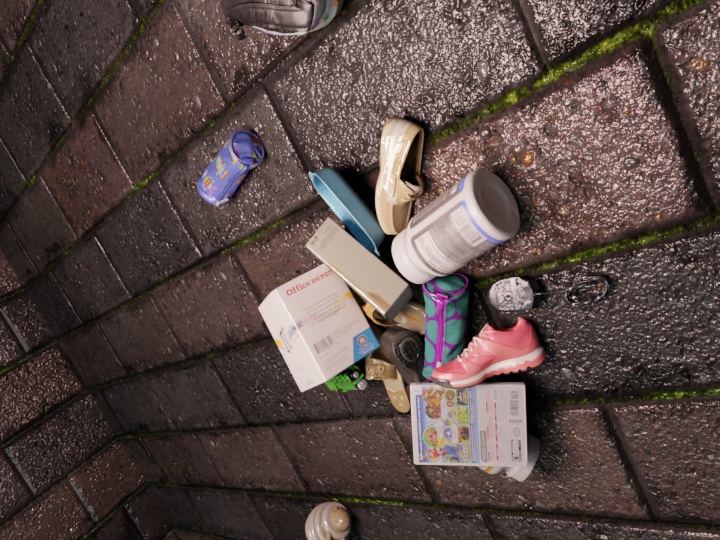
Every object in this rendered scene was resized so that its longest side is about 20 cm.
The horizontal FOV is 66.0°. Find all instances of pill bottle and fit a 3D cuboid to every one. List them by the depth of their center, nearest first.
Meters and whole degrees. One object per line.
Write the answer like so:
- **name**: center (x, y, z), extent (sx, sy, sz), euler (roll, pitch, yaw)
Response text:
- **pill bottle**: center (0.144, -0.061, 0.884), extent (0.115, 0.113, 0.199), euler (54, 136, -1)
- **pill bottle**: center (0.224, 0.302, 1.028), extent (0.197, 0.113, 0.114), euler (28, 132, 7)

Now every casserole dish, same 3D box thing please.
- **casserole dish**: center (-0.018, -0.111, 1.009), extent (0.201, 0.039, 0.121), euler (51, 173, 2)

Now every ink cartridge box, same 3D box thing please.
- **ink cartridge box**: center (-0.088, 0.113, 1.125), extent (0.203, 0.146, 0.144), euler (61, 149, 5)

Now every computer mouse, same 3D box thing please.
- **computer mouse**: center (0.294, 0.033, 0.881), extent (0.197, 0.034, 0.060), euler (-6, 95, 36)

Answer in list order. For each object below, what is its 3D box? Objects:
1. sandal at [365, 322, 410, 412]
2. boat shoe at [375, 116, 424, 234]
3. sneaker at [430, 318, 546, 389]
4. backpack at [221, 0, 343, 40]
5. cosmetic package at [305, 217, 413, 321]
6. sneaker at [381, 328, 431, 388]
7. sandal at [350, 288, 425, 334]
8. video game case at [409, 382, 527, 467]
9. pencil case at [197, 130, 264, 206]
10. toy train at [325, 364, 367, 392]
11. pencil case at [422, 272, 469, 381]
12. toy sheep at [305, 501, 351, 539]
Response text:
- **sandal**: center (0.045, 0.218, 1.167), extent (0.077, 0.069, 0.215), euler (-15, 105, 43)
- **boat shoe**: center (0.071, -0.147, 0.921), extent (0.068, 0.073, 0.204), euler (22, 127, 35)
- **sneaker**: center (0.209, 0.137, 0.946), extent (0.196, 0.074, 0.089), euler (-18, 93, 5)
- **backpack**: center (-0.124, -0.450, 0.864), extent (0.197, 0.127, 0.169), euler (23, 140, 26)
- **cosmetic package**: center (0.000, 0.000, 1.031), extent (0.199, 0.071, 0.105), euler (41, 177, 18)
- **sneaker**: center (0.108, 0.193, 1.107), extent (0.202, 0.075, 0.090), euler (62, 160, -19)
- **sandal**: center (0.051, 0.080, 1.089), extent (0.197, 0.054, 0.082), euler (20, 127, 30)
- **video game case**: center (0.187, 0.267, 0.965), extent (0.195, 0.018, 0.147), euler (-2, 97, 11)
- **pencil case**: center (-0.277, -0.208, 1.169), extent (0.199, 0.077, 0.089), euler (-34, 64, 46)
- **toy train**: center (-0.038, 0.244, 1.237), extent (0.057, 0.042, 0.199), euler (52, 156, -7)
- **pencil case**: center (0.152, 0.106, 0.992), extent (0.083, 0.093, 0.204), euler (8, 120, 21)
- **toy sheep**: center (-0.094, 0.719, 1.543), extent (0.199, 0.138, 0.139), euler (-39, 89, 34)
